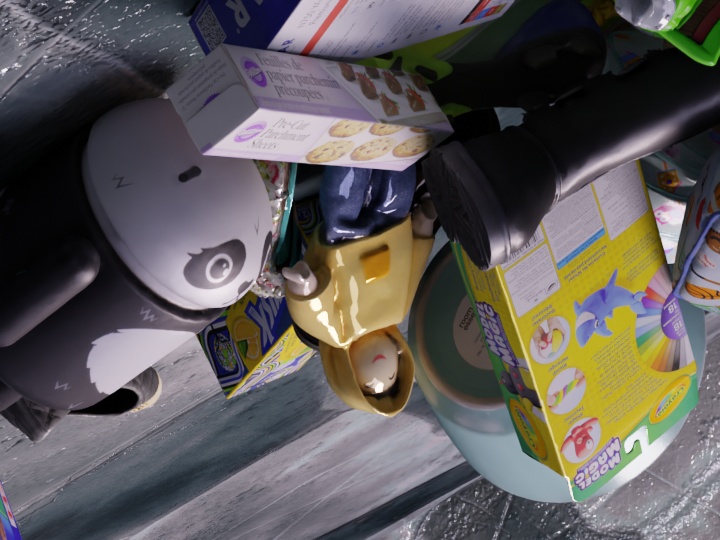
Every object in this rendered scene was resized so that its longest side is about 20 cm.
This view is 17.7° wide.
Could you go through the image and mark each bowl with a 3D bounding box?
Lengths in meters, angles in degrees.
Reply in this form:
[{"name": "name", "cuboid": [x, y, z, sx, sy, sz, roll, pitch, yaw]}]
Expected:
[{"name": "bowl", "cuboid": [0.110, 0.041, 1.471, 0.200, 0.202, 0.105, -33, 152, 20]}]

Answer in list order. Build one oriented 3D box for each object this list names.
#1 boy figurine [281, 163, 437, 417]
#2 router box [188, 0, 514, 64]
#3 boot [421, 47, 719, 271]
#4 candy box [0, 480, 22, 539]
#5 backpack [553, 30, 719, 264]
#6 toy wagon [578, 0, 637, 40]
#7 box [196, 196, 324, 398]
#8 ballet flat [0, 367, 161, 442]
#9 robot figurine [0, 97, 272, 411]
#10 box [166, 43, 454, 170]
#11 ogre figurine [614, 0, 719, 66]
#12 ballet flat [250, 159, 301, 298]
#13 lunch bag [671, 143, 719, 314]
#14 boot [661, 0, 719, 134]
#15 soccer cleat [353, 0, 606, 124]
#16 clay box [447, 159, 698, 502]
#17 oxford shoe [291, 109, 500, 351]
[{"name": "boy figurine", "cuboid": [0.000, 0.000, 1.397, 0.124, 0.064, 0.202, -19, 123, -42]}, {"name": "router box", "cuboid": [0.033, -0.170, 1.105, 0.179, 0.049, 0.200, -20, 165, -33]}, {"name": "boot", "cuboid": [0.137, -0.072, 1.207, 0.199, 0.066, 0.165, -21, -168, -3]}, {"name": "candy box", "cuboid": [-0.253, 0.106, 1.298, 0.077, 0.170, 0.200, -23, 167, -7]}, {"name": "backpack", "cuboid": [0.192, -0.079, 1.441, 0.199, 0.167, 0.127, -8, 138, -45]}, {"name": "toy wagon", "cuboid": [0.193, -0.175, 1.456, 0.155, 0.040, 0.199, -38, 164, 34]}, {"name": "box", "cuboid": [-0.048, 0.016, 1.631, 0.070, 0.065, 0.200, -21, 164, -32]}, {"name": "ballet flat", "cuboid": [-0.197, 0.094, 1.628, 0.066, 0.057, 0.200, -32, 167, 20]}, {"name": "robot figurine", "cuboid": [-0.137, -0.003, 1.217, 0.199, 0.151, 0.125, -35, 126, 26]}, {"name": "box", "cuboid": [-0.020, -0.078, 1.142, 0.041, 0.039, 0.200, -37, 163, 23]}, {"name": "ogre figurine", "cuboid": [0.166, -0.174, 1.153, 0.121, 0.098, 0.200, -64, -168, 7]}, {"name": "ballet flat", "cuboid": [-0.069, -0.029, 1.417, 0.063, 0.076, 0.200, 6, 159, 1]}, {"name": "lunch bag", "cuboid": [0.260, -0.012, 1.280, 0.159, 0.076, 0.200, 16, 166, 4]}, {"name": "boot", "cuboid": [0.273, -0.125, 1.365, 0.072, 0.200, 0.167, -13, -139, 58]}, {"name": "soccer cleat", "cuboid": [0.039, -0.121, 1.279, 0.198, 0.084, 0.065, -6, 130, -20]}, {"name": "clay box", "cuboid": [0.129, 0.028, 1.344, 0.115, 0.047, 0.201, -36, 128, -22]}, {"name": "oxford shoe", "cuboid": [0.019, -0.037, 1.478, 0.201, 0.072, 0.085, -55, 167, -15]}]
